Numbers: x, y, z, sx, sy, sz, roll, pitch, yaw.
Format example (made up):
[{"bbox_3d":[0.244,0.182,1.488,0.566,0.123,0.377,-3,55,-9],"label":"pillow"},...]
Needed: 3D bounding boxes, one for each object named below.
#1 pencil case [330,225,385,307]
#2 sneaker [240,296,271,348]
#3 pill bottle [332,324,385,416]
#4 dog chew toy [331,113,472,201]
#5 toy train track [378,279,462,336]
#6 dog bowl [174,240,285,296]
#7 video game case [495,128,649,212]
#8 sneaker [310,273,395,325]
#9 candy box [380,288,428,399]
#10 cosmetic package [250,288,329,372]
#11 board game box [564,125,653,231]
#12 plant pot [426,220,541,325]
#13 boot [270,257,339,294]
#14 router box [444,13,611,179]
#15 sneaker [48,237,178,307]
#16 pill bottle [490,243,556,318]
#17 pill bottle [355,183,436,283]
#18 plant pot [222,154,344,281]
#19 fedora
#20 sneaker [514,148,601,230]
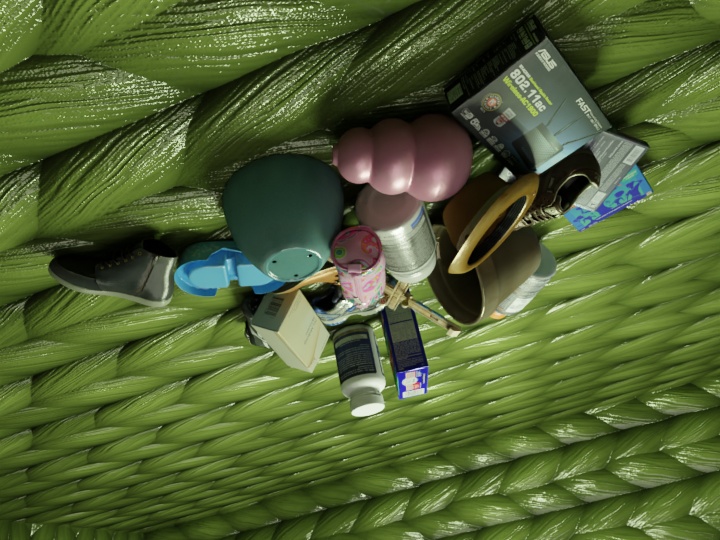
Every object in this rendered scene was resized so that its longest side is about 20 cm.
[{"bbox_3d":[0.000,0.000,0.902,0.086,0.088,0.200,-12,160,-2],"label":"pencil case"},{"bbox_3d":[-0.223,0.124,1.177,0.089,0.067,0.200,-12,147,14],"label":"sneaker"},{"bbox_3d":[-0.001,0.244,1.319,0.110,0.202,0.112,-9,148,-6],"label":"pill bottle"},{"bbox_3d":[0.057,-0.165,0.783,0.197,0.126,0.125,1,147,-6],"label":"dog chew toy"},{"bbox_3d":[0.104,0.077,1.059,0.199,0.033,0.115,30,145,5],"label":"toy train track"},{"bbox_3d":[-0.231,-0.007,0.974,0.197,0.050,0.112,-3,144,-9],"label":"dog bowl"},{"bbox_3d":[0.344,-0.179,0.887,0.198,0.019,0.143,16,134,-12],"label":"video game case"},{"bbox_3d":[-0.020,0.056,1.139,0.199,0.078,0.085,-27,142,21],"label":"sneaker"},{"bbox_3d":[0.097,0.164,1.229,0.076,0.202,0.170,-10,147,-1],"label":"candy box"},{"bbox_3d":[-0.143,0.124,1.141,0.072,0.104,0.201,12,152,26],"label":"cosmetic package"},{"bbox_3d":[0.428,-0.159,0.988,0.151,0.045,0.199,-32,142,29],"label":"board game box"},{"bbox_3d":[0.240,-0.019,1.028,0.172,0.201,0.201,-20,152,-18],"label":"plant pot"},{"bbox_3d":[-0.066,0.008,1.050,0.199,0.074,0.154,-27,150,26],"label":"boot"},{"bbox_3d":[0.238,-0.230,0.764,0.149,0.063,0.199,-35,133,30],"label":"router box"},{"bbox_3d":[-0.406,-0.016,0.899,0.198,0.075,0.107,14,120,-17],"label":"sneaker"},{"bbox_3d":[0.337,0.029,1.194,0.105,0.107,0.201,-1,147,-18],"label":"pill bottle"},{"bbox_3d":[0.070,-0.064,0.941,0.113,0.115,0.200,-18,148,9],"label":"pill bottle"},{"bbox_3d":[-0.114,-0.063,0.857,0.198,0.136,0.201,-10,149,-6],"label":"plant pot"},{"bbox_3d":[0.184,-0.085,0.830,0.200,0.082,0.201,-38,159,-17],"label":"fedora"},{"bbox_3d":[0.299,-0.116,0.887,0.070,0.076,0.200,29,130,-25],"label":"sneaker"}]
